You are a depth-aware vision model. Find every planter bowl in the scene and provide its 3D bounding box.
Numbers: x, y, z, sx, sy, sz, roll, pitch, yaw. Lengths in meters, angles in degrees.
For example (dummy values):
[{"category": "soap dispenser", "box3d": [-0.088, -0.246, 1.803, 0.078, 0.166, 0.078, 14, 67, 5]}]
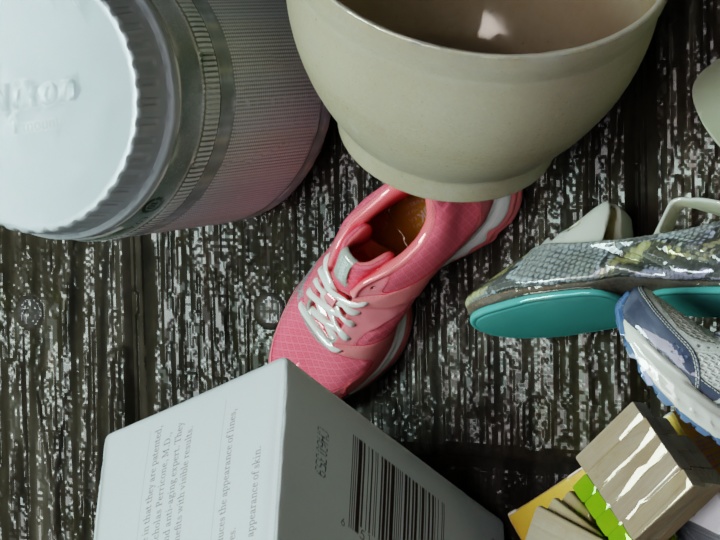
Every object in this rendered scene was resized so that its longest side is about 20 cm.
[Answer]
[{"category": "planter bowl", "box3d": [0.054, -0.121, 1.452, 0.200, 0.200, 0.135, 32, 138, 25]}]

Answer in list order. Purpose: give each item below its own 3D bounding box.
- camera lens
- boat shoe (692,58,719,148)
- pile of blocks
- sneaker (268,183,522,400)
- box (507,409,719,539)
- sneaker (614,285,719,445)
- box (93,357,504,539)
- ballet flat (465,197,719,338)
[{"category": "camera lens", "box3d": [-0.122, -0.099, 1.538, 0.160, 0.200, 0.160, 4, 98, 31]}, {"category": "boat shoe", "box3d": [0.246, -0.046, 1.396, 0.074, 0.063, 0.201, -44, 51, -15]}, {"category": "pile of blocks", "box3d": [0.129, 0.166, 1.457, 0.082, 0.062, 0.200, 29, 102, 38]}, {"category": "sneaker", "box3d": [0.000, 0.000, 1.542, 0.074, 0.087, 0.200, 48, 117, 19]}, {"category": "box", "box3d": [0.177, 0.186, 1.484, 0.119, 0.041, 0.200, -35, 80, 29]}, {"category": "sneaker", "box3d": [0.221, 0.059, 1.414, 0.200, 0.077, 0.085, 35, 103, -1]}, {"category": "box", "box3d": [-0.032, 0.189, 1.474, 0.131, 0.199, 0.200, -25, 44, 31]}, {"category": "ballet flat", "box3d": [0.150, -0.004, 1.472, 0.200, 0.072, 0.072, -5, 93, 31]}]
